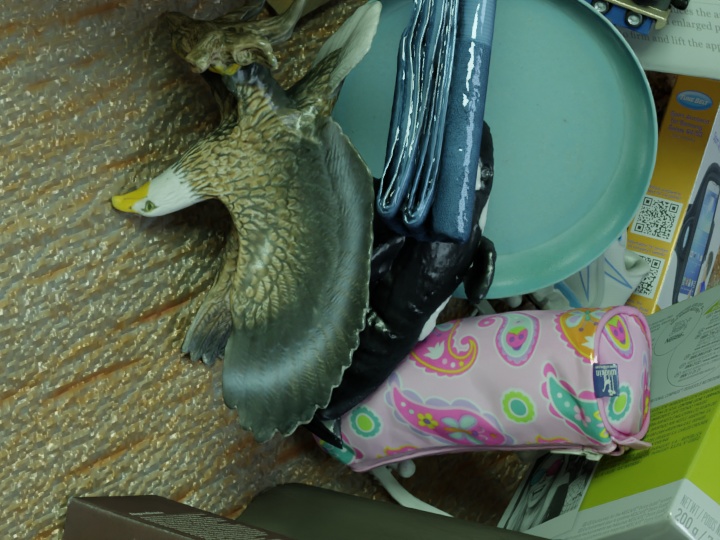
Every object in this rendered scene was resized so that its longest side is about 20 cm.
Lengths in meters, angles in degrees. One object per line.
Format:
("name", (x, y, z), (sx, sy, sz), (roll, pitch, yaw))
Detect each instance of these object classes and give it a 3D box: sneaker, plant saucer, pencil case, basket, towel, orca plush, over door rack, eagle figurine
("sneaker", (0.115, -0.031, 1.367), (0.087, 0.075, 0.200), (-43, 138, 3))
("plant saucer", (0.066, -0.078, 1.249), (0.027, 0.199, 0.201), (-82, 163, -61))
("pencil case", (0.069, 0.067, 1.257), (0.087, 0.199, 0.088), (16, 71, -59))
("basket", (0.026, 0.195, 1.238), (0.180, 0.199, 0.137), (43, 67, -47))
("towel", (0.043, -0.114, 1.133), (0.112, 0.048, 0.201), (48, 48, -86))
("orca plush", (0.000, 0.000, 1.214), (0.200, 0.105, 0.071), (-48, 152, 19))
("over door rack", (0.093, 0.125, 1.411), (0.148, 0.066, 0.200), (-55, 136, -26))
("eagle figurine", (-0.052, -0.036, 1.146), (0.152, 0.150, 0.201), (-41, 119, -50))

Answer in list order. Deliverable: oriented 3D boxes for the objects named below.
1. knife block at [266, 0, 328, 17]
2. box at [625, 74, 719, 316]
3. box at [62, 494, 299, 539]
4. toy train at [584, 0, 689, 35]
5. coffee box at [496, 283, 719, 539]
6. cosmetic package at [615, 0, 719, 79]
("knife block", (0.017, -0.222, 1.134), (0.064, 0.175, 0.201), (-35, 125, -40))
("box", (0.221, -0.042, 1.526), (0.201, 0.041, 0.119), (-69, 158, -8))
("box", (-0.064, 0.183, 1.122), (0.075, 0.199, 0.101), (4, 97, -54))
("toy train", (0.084, -0.172, 1.230), (0.034, 0.199, 0.046), (-59, 166, -51))
("coffee box", (0.227, 0.143, 1.298), (0.199, 0.200, 0.198), (40, 58, -12))
("cosmetic package", (0.196, -0.236, 1.265), (0.165, 0.164, 0.201), (-42, 130, -37))
